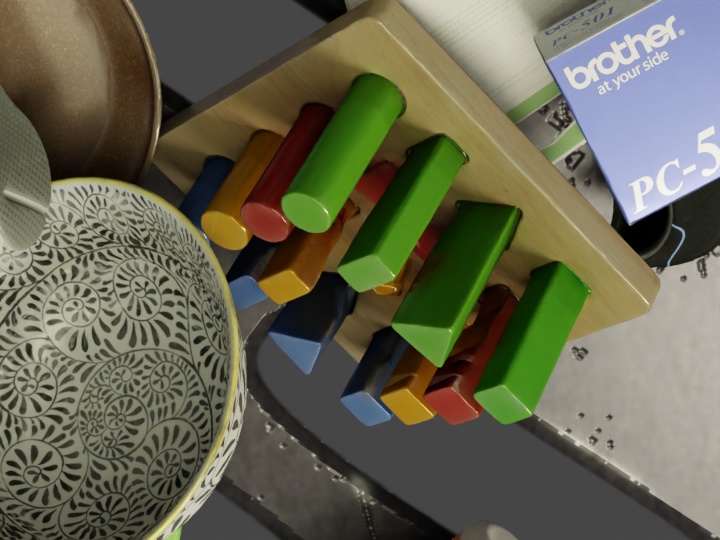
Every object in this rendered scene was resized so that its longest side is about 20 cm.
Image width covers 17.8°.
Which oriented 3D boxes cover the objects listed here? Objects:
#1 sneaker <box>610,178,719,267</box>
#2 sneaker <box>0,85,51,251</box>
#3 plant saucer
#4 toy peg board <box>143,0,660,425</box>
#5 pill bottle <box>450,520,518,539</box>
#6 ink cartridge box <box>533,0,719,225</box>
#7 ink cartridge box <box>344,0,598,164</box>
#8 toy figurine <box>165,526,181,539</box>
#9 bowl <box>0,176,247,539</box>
[{"bbox_3d":[0.156,-0.090,1.126,0.077,0.070,0.202,-19,122,-25],"label":"sneaker"},{"bbox_3d":[-0.210,-0.103,1.084,0.080,0.070,0.202,-3,107,25],"label":"sneaker"},{"bbox_3d":[-0.198,-0.090,1.146,0.198,0.037,0.202,-1,113,-3],"label":"plant saucer"},{"bbox_3d":[0.000,0.000,1.105,0.200,0.098,0.199,45,142,-18],"label":"toy peg board"},{"bbox_3d":[0.022,0.237,1.254,0.199,0.114,0.114,-37,110,13],"label":"pill bottle"},{"bbox_3d":[0.190,-0.112,1.067,0.199,0.044,0.094,-28,111,7],"label":"ink cartridge box"},{"bbox_3d":[0.066,-0.135,1.103,0.145,0.048,0.201,-34,137,-17],"label":"ink cartridge box"},{"bbox_3d":[-0.190,0.156,1.172,0.199,0.184,0.151,30,109,-14],"label":"toy figurine"},{"bbox_3d":[-0.128,0.065,1.128,0.200,0.202,0.094,-34,151,12],"label":"bowl"}]
